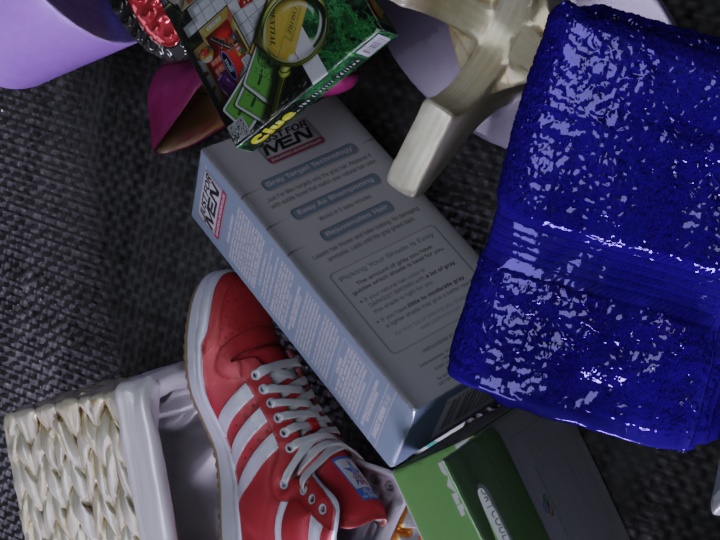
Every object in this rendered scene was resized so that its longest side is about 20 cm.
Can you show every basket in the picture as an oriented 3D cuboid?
[{"bbox_3d":[-0.127,0.159,0.845,0.122,0.135,0.203,-8,93,28],"label":"basket"}]

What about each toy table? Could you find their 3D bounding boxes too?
[{"bbox_3d":[0.077,-0.129,0.728,0.198,0.117,0.186,21,104,19],"label":"toy table"}]

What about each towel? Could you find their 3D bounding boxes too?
[{"bbox_3d":[0.134,-0.015,0.644,0.146,0.050,0.203,13,109,-3],"label":"towel"}]

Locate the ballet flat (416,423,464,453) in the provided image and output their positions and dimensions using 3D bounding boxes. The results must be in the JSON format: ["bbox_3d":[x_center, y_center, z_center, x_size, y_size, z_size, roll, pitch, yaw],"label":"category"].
[{"bbox_3d":[-0.012,0.029,0.813,0.069,0.069,0.201,-44,78,22],"label":"ballet flat"}]

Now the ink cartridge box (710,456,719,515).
[{"bbox_3d":[0.292,0.076,0.610,0.198,0.084,0.177,25,136,2],"label":"ink cartridge box"}]

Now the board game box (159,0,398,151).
[{"bbox_3d":[-0.068,-0.176,0.714,0.104,0.023,0.202,-35,73,20],"label":"board game box"}]

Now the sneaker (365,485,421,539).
[{"bbox_3d":[-0.002,0.218,0.834,0.077,0.078,0.203,21,101,34],"label":"sneaker"}]

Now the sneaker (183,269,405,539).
[{"bbox_3d":[-0.037,0.093,0.778,0.112,0.071,0.203,-12,89,41],"label":"sneaker"}]

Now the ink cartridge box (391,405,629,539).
[{"bbox_3d":[0.077,0.134,0.712,0.059,0.200,0.105,-27,85,23],"label":"ink cartridge box"}]

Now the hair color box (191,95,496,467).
[{"bbox_3d":[0.000,0.000,0.759,0.200,0.098,0.061,50,147,23],"label":"hair color box"}]

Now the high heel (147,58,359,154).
[{"bbox_3d":[-0.066,-0.098,0.789,0.199,0.067,0.097,27,103,59],"label":"high heel"}]

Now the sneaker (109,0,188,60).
[{"bbox_3d":[-0.105,-0.218,0.804,0.078,0.095,0.203,-14,76,22],"label":"sneaker"}]

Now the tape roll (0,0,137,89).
[{"bbox_3d":[-0.202,-0.216,0.794,0.084,0.200,0.203,-16,90,25],"label":"tape roll"}]
